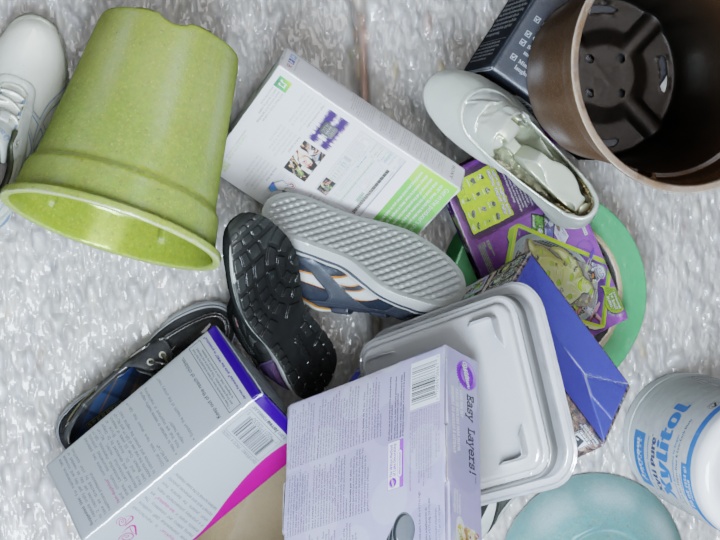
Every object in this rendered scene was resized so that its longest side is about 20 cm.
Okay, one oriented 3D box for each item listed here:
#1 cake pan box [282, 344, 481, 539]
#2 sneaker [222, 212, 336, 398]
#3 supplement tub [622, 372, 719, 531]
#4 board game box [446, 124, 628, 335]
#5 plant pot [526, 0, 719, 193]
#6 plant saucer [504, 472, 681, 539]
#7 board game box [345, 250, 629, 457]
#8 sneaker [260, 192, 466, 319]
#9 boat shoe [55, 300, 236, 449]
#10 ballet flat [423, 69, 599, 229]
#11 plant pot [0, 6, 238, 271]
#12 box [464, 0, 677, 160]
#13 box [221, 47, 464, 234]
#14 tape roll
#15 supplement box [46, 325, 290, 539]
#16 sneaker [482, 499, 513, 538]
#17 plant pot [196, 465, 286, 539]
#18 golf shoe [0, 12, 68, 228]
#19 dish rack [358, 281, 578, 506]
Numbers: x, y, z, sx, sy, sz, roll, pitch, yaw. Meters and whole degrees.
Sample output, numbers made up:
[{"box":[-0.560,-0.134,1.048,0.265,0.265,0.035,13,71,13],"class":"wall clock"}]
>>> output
[{"box":[0.015,0.174,1.288,0.052,0.183,0.202,29,49,-41],"class":"cake pan box"},{"box":[-0.096,0.030,1.421,0.076,0.087,0.202,-44,133,-29],"class":"sneaker"},{"box":[0.340,0.172,1.494,0.130,0.200,0.134,-1,93,-12],"class":"supplement tub"},{"box":[0.161,-0.021,1.485,0.119,0.032,0.202,-24,98,-6],"class":"board game box"},{"box":[0.240,-0.168,1.345,0.197,0.198,0.203,-1,93,-12],"class":"plant pot"},{"box":[0.234,0.304,1.562,0.198,0.039,0.204,-1,94,-11],"class":"plant saucer"},{"box":[0.113,0.107,1.440,0.199,0.097,0.160,-32,102,36],"class":"board game box"},{"box":[0.000,0.000,1.435,0.198,0.080,0.079,25,49,12],"class":"sneaker"},{"box":[-0.193,0.101,1.447,0.199,0.066,0.070,-34,99,-8],"class":"boat shoe"},{"box":[0.144,-0.112,1.430,0.200,0.069,0.070,41,85,-11],"class":"ballet flat"},{"box":[-0.192,-0.120,1.384,0.198,0.200,0.187,18,79,-12],"class":"plant pot"},{"box":[0.217,-0.228,1.491,0.148,0.107,0.201,34,87,-12],"class":"box"},{"box":[-0.024,-0.093,1.443,0.199,0.037,0.144,34,130,-11],"class":"box"},{"box":[0.176,0.022,1.529,0.197,0.048,0.204,-1,93,-11],"class":"tape roll"},{"box":[-0.161,0.164,1.402,0.199,0.103,0.101,-40,138,-1],"class":"supplement box"},{"box":[0.088,0.217,1.399,0.066,0.091,0.201,32,128,5],"class":"sneaker"},{"box":[-0.037,0.244,1.442,0.134,0.200,0.202,36,86,-42],"class":"plant pot"},{"box":[-0.307,-0.130,1.395,0.077,0.097,0.203,16,89,-10],"class":"golf shoe"},{"box":[0.079,0.114,1.336,0.043,0.199,0.174,-1,74,-49],"class":"dish rack"}]
